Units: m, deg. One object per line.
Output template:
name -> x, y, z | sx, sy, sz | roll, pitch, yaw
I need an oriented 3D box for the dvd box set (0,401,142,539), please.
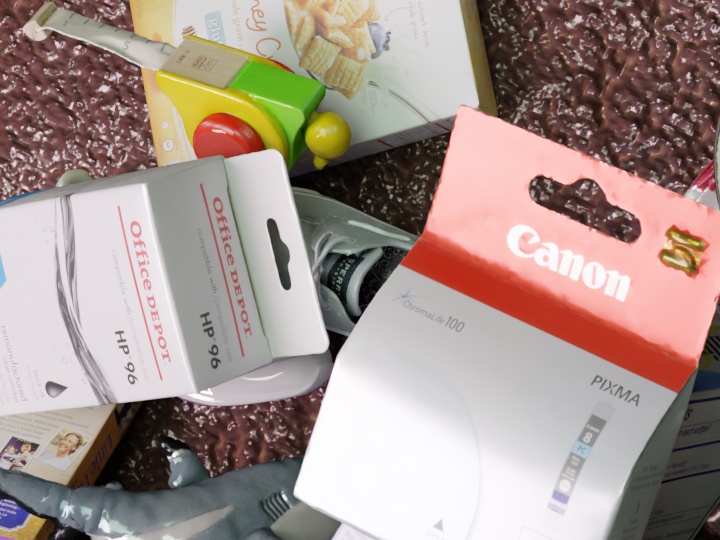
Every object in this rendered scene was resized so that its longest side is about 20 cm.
dvd box set -> -0.225, 0.113, 1.546 | 0.145, 0.030, 0.200 | 11, 47, 19

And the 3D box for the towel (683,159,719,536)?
towel -> 0.207, 0.021, 1.453 | 0.200, 0.023, 0.144 | -48, 68, 9

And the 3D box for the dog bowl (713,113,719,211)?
dog bowl -> 0.280, -0.047, 1.390 | 0.199, 0.074, 0.201 | -4, 74, 13

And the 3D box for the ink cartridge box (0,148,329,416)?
ink cartridge box -> -0.120, 0.008, 1.471 | 0.199, 0.068, 0.117 | -9, 98, 41

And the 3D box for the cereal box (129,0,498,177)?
cereal box -> -0.030, -0.131, 1.568 | 0.199, 0.039, 0.145 | -16, 77, 20

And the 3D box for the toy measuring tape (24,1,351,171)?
toy measuring tape -> -0.095, -0.093, 1.529 | 0.199, 0.074, 0.074 | 18, 88, 20

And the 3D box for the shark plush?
shark plush -> -0.101, 0.131, 1.508 | 0.199, 0.091, 0.084 | 5, 75, -1

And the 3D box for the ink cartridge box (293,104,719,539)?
ink cartridge box -> 0.070, 0.044, 1.257 | 0.160, 0.047, 0.201 | 25, 106, 29

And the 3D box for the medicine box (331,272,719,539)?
medicine box -> 0.098, 0.106, 1.377 | 0.103, 0.182, 0.201 | 40, 110, 24

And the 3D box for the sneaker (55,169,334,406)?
sneaker -> -0.103, 0.010, 1.540 | 0.199, 0.075, 0.100 | 24, 126, 24

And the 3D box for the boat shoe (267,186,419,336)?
boat shoe -> 0.000, 0.001, 1.479 | 0.200, 0.072, 0.070 | 17, 89, 0
